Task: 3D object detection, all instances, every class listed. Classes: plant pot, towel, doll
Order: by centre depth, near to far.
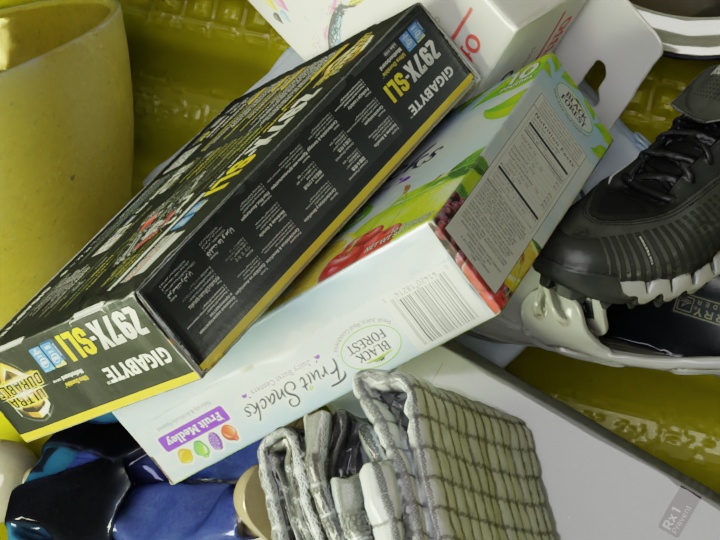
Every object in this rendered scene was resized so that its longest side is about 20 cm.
[{"bbox_3d":[0.025,0.148,1.091,0.085,0.165,0.201,-17,76,17],"label":"towel"},{"bbox_3d":[-0.185,-0.027,1.269,0.199,0.200,0.143,-13,105,13],"label":"plant pot"},{"bbox_3d":[-0.104,0.095,1.269,0.199,0.049,0.137,-7,42,37],"label":"doll"}]

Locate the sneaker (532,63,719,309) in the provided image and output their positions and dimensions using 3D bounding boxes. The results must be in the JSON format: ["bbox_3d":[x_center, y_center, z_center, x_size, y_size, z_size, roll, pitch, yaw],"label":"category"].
[{"bbox_3d":[0.148,-0.047,1.170,0.066,0.199,0.091,29,127,43],"label":"sneaker"}]

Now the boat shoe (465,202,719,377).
[{"bbox_3d":[0.105,0.009,1.223,0.199,0.066,0.072,18,89,13],"label":"boat shoe"}]

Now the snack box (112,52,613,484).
[{"bbox_3d":[0.000,0.000,1.166,0.199,0.142,0.053,-29,105,37],"label":"snack box"}]

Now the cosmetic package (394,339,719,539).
[{"bbox_3d":[0.087,0.117,1.216,0.199,0.090,0.107,28,92,5],"label":"cosmetic package"}]

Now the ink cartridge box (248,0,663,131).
[{"bbox_3d":[0.028,-0.124,1.222,0.200,0.067,0.117,46,141,13],"label":"ink cartridge box"}]

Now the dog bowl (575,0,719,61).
[{"bbox_3d":[0.163,-0.189,1.241,0.199,0.074,0.202,-1,85,13],"label":"dog bowl"}]

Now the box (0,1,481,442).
[{"bbox_3d":[-0.060,-0.019,1.171,0.049,0.159,0.200,51,56,-14],"label":"box"}]

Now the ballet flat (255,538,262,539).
[{"bbox_3d":[-0.016,0.161,1.232,0.069,0.069,0.200,-48,49,6],"label":"ballet flat"}]

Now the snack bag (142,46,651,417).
[{"bbox_3d":[0.024,-0.039,1.289,0.200,0.021,0.189,-43,77,5],"label":"snack bag"}]
